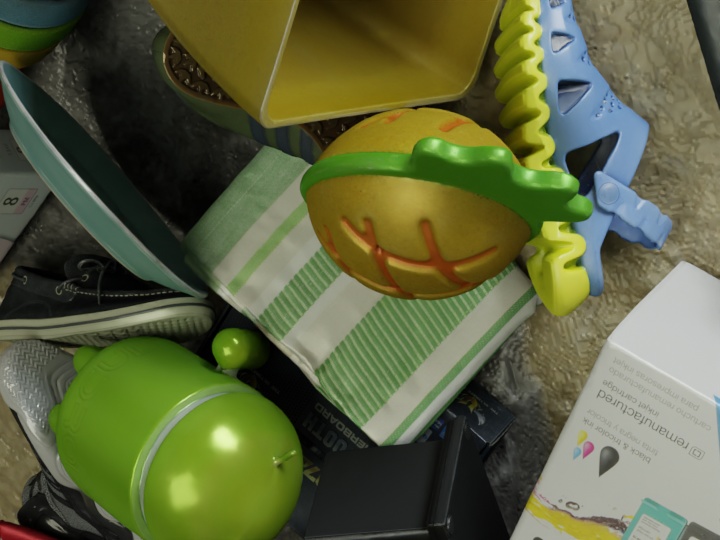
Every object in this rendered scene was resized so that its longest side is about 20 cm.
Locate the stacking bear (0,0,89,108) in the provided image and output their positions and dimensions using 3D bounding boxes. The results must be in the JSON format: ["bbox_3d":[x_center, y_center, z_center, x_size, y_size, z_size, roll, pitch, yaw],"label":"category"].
[{"bbox_3d":[-0.242,-0.179,1.304,0.122,0.113,0.200,60,137,22],"label":"stacking bear"}]

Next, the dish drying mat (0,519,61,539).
[{"bbox_3d":[-0.171,0.234,1.424,0.199,0.018,0.077,22,145,3],"label":"dish drying mat"}]

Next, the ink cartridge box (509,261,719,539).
[{"bbox_3d":[0.191,0.132,1.164,0.146,0.146,0.201,30,119,15],"label":"ink cartridge box"}]

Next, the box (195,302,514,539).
[{"bbox_3d":[-0.018,0.098,1.319,0.200,0.051,0.158,40,122,9],"label":"box"}]

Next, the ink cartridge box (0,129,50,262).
[{"bbox_3d":[-0.326,-0.029,1.349,0.163,0.199,0.057,-49,64,32],"label":"ink cartridge box"}]

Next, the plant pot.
[{"bbox_3d":[-0.029,-0.218,1.132,0.176,0.199,0.201,32,118,30],"label":"plant pot"}]

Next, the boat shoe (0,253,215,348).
[{"bbox_3d":[-0.178,0.020,1.350,0.199,0.074,0.063,-3,78,43],"label":"boat shoe"}]

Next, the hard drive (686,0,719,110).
[{"bbox_3d":[0.236,-0.201,1.086,0.139,0.033,0.201,-12,102,31],"label":"hard drive"}]

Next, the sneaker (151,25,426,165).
[{"bbox_3d":[-0.040,-0.106,1.222,0.199,0.090,0.068,24,90,-21],"label":"sneaker"}]

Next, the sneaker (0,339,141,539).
[{"bbox_3d":[-0.214,0.136,1.398,0.113,0.076,0.200,-13,124,39],"label":"sneaker"}]

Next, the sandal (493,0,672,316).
[{"bbox_3d":[0.131,-0.079,1.173,0.086,0.079,0.202,-11,97,-7],"label":"sandal"}]

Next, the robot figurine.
[{"bbox_3d":[-0.117,0.114,1.257,0.199,0.115,0.177,26,92,47],"label":"robot figurine"}]

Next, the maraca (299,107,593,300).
[{"bbox_3d":[0.045,-0.041,1.119,0.200,0.136,0.108,-14,63,60],"label":"maraca"}]

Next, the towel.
[{"bbox_3d":[0.000,0.000,1.254,0.200,0.023,0.153,44,93,10],"label":"towel"}]

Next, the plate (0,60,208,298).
[{"bbox_3d":[-0.171,-0.052,1.266,0.026,0.200,0.200,-41,86,2],"label":"plate"}]

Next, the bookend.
[{"bbox_3d":[-0.005,0.204,1.250,0.197,0.092,0.201,-7,128,18],"label":"bookend"}]
